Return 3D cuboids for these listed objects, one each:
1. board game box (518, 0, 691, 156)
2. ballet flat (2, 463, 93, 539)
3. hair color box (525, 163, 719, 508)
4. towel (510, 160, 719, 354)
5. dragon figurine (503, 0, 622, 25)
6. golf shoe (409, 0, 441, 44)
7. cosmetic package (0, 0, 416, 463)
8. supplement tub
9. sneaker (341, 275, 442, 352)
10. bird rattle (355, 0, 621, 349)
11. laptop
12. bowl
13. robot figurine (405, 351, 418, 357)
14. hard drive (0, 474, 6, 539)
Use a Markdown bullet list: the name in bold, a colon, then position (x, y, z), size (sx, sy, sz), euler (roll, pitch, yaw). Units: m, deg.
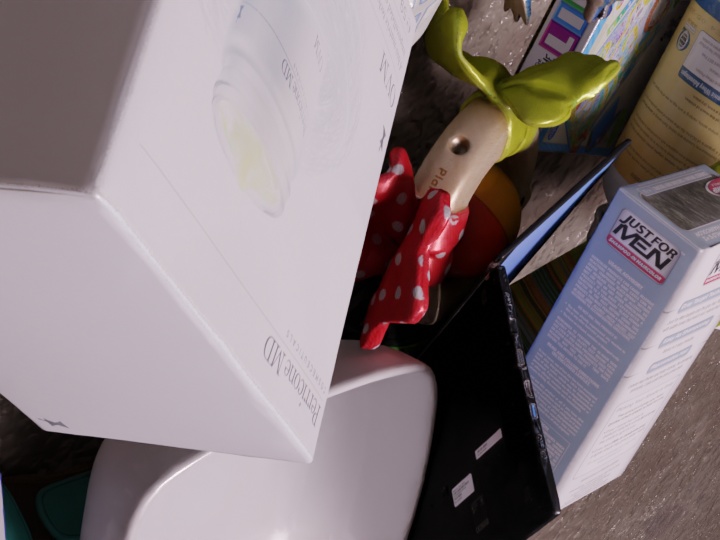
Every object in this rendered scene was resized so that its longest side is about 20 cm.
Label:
- **board game box**: position (0.173, -0.166, 0.911), size (0.134, 0.034, 0.201), euler (-1, 124, -54)
- **ballet flat**: position (-0.183, 0.135, 0.736), size (0.072, 0.068, 0.199), euler (-41, 159, 23)
- **hair color box**: position (0.149, 0.042, 0.842), size (0.099, 0.061, 0.201), euler (-16, 140, -49)
- **towel**: position (0.168, 0.013, 0.893), size (0.199, 0.086, 0.018), euler (-34, -179, 37)
- **dragon figurine**: position (0.104, -0.196, 0.756), size (0.099, 0.059, 0.201), euler (-41, 152, -20)
- **golf shoe**: position (0.017, -0.156, 0.691), size (0.201, 0.078, 0.097), euler (-52, 168, 12)
- **cosmetic package**: position (-0.074, -0.065, 0.506), size (0.200, 0.122, 0.202), euler (61, 40, -59)
- **supplement tub**: position (0.240, -0.079, 0.919), size (0.144, 0.144, 0.201), euler (-5, 128, -52)
- **sneaker**: position (0.000, 0.000, 0.814), size (0.199, 0.077, 0.084), euler (-12, 136, -50)
- **bird rattle**: position (0.055, -0.033, 0.758), size (0.163, 0.112, 0.201), euler (75, 37, -60)
- **laptop**: position (0.087, 0.060, 0.787), size (0.102, 0.202, 0.178), euler (-1, 153, -20)
- **bowl**: position (-0.062, 0.127, 0.745), size (0.199, 0.074, 0.202), euler (-20, 135, -39)
- **robot figurine**: position (0.047, 0.132, 0.972), size (0.125, 0.149, 0.201), euler (-50, 157, -45)
- **hard drive**: position (-0.223, 0.159, 0.654), size (0.130, 0.026, 0.201), euler (4, 132, -6)
